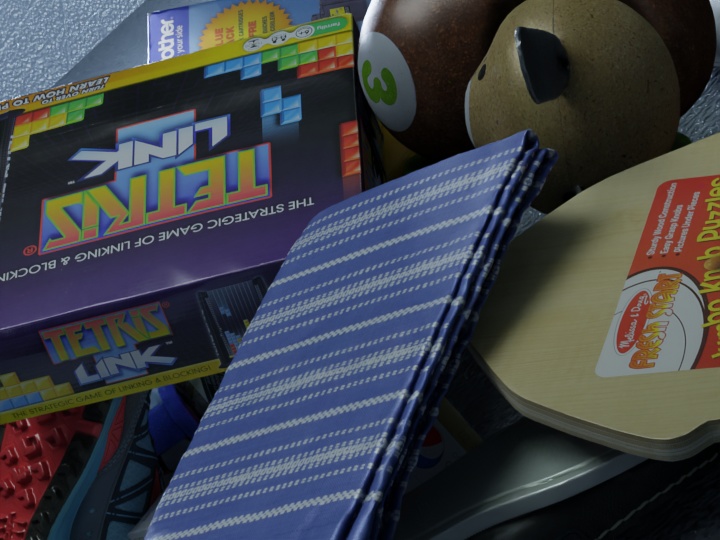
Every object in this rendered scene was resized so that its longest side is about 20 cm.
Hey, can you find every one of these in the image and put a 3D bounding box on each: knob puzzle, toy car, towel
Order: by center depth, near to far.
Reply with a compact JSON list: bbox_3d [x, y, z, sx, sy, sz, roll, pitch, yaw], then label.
[{"bbox_3d":[0.128,0.011,0.941,0.219,0.031,0.220,-15,31,9],"label":"knob puzzle"},{"bbox_3d":[-0.009,0.042,0.972,0.144,0.024,0.201,-19,37,47],"label":"towel"},{"bbox_3d":[0.070,-0.071,1.085,0.157,0.165,0.200,-4,23,9],"label":"toy car"}]

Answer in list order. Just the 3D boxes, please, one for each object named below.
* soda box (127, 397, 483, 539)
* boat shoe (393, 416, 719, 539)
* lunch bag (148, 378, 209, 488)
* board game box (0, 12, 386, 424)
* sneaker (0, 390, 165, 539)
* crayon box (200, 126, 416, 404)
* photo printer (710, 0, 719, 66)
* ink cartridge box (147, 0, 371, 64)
[{"bbox_3d":[-0.018,0.103,1.108,0.064,0.068,0.200,-50,16,-27],"label":"soda box"},{"bbox_3d":[0.050,0.100,0.946,0.199,0.061,0.076,-26,15,9],"label":"boat shoe"},{"bbox_3d":[-0.113,0.080,1.333,0.170,0.124,0.200,-37,7,23],"label":"lunch bag"},{"bbox_3d":[-0.088,-0.024,1.159,0.199,0.057,0.166,-14,39,8],"label":"board game box"},{"bbox_3d":[-0.124,0.115,1.206,0.079,0.095,0.201,17,92,45],"label":"sneaker"},{"bbox_3d":[0.000,0.000,1.238,0.051,0.127,0.200,16,53,29],"label":"crayon box"},{"bbox_3d":[0.205,-0.171,1.281,0.166,0.070,0.200,-43,15,-7],"label":"photo printer"},{"bbox_3d":[-0.043,-0.083,1.436,0.199,0.076,0.137,-12,53,10],"label":"ink cartridge box"}]
